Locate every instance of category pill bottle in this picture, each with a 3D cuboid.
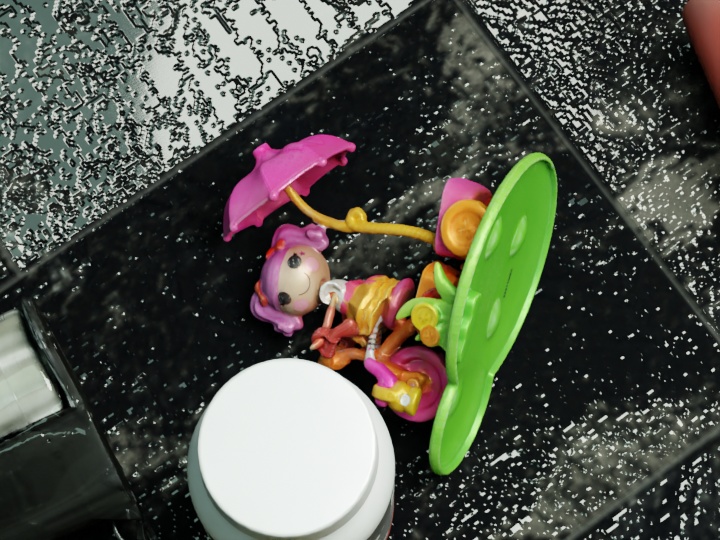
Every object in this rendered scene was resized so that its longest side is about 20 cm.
[{"bbox_3d":[-0.038,0.117,1.158,0.115,0.200,0.117,0,75,1],"label":"pill bottle"}]

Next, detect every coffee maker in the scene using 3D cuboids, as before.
[{"bbox_3d":[-0.237,0.140,1.188,0.199,0.135,0.193,-27,77,-6],"label":"coffee maker"}]

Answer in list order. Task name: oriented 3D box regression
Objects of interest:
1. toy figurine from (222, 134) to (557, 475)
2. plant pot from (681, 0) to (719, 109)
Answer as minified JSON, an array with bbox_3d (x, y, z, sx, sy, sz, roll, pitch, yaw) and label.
[{"bbox_3d":[0.000,0.000,1.248,0.183,0.150,0.201,19,100,19],"label":"toy figurine"},{"bbox_3d":[0.309,-0.098,1.229,0.199,0.200,0.178,-14,84,-3],"label":"plant pot"}]
